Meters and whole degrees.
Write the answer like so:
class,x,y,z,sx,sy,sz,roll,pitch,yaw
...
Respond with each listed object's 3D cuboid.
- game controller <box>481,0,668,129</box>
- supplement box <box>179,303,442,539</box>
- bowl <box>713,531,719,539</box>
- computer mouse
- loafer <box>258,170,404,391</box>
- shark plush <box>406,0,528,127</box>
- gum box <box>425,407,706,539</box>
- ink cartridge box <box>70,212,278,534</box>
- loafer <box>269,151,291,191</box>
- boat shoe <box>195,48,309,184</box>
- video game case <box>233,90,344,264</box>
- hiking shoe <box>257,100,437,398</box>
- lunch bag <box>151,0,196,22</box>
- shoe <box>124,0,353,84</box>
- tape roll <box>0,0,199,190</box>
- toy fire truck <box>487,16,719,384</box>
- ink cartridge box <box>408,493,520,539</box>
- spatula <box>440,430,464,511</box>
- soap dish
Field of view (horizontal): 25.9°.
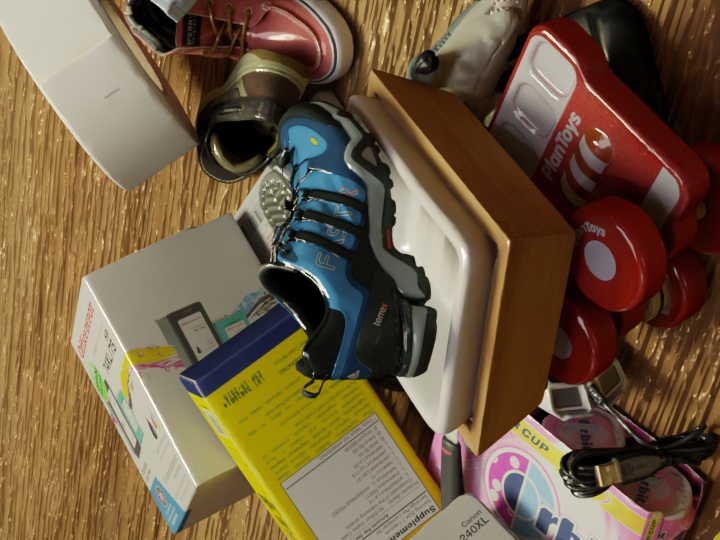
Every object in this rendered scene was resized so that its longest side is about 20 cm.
class,x,y,z,sx,sy,sz,roll,pitch,yaw
game controller,0.123,-0.109,1.054,0.199,0.042,0.106,-17,78,52
supplement box,-0.035,0.133,1.190,0.201,0.108,0.109,57,169,-6
bowl,0.279,0.181,0.908,0.108,0.198,0.201,-84,14,-47
computer mouse,0.141,0.074,1.068,0.200,0.109,0.044,53,149,37
loafer,0.000,0.000,1.184,0.075,0.070,0.201,-5,117,52
shark plush,0.057,-0.120,1.083,0.200,0.090,0.084,126,155,-58
gum box,0.143,0.149,1.107,0.200,0.066,0.114,39,133,34
ink cartridge box,-0.135,0.087,1.332,0.201,0.145,0.147,59,156,15
loafer,0.003,-0.009,1.116,0.202,0.070,0.068,62,-179,-16
boat shoe,-0.098,-0.110,1.252,0.073,0.065,0.200,23,155,-8
video game case,-0.024,-0.015,1.277,0.183,0.023,0.200,57,139,16
hiking shoe,-0.023,-0.023,0.928,0.075,0.086,0.201,106,149,-49
lunch bag,-0.153,-0.303,1.179,0.200,0.127,0.170,41,96,30
shoe,-0.100,-0.188,1.236,0.199,0.090,0.072,29,126,40
tape roll,-0.210,-0.164,1.238,0.203,0.070,0.202,57,-178,-3
toy fire truck,0.138,-0.039,0.977,0.168,0.112,0.201,50,147,21
ink cartridge box,0.060,0.271,1.138,0.083,0.145,0.201,43,162,28
spatula,0.069,0.104,1.104,0.056,0.020,0.202,32,129,42
soap dish,0.054,-0.011,0.969,0.200,0.080,0.159,-124,32,-48
